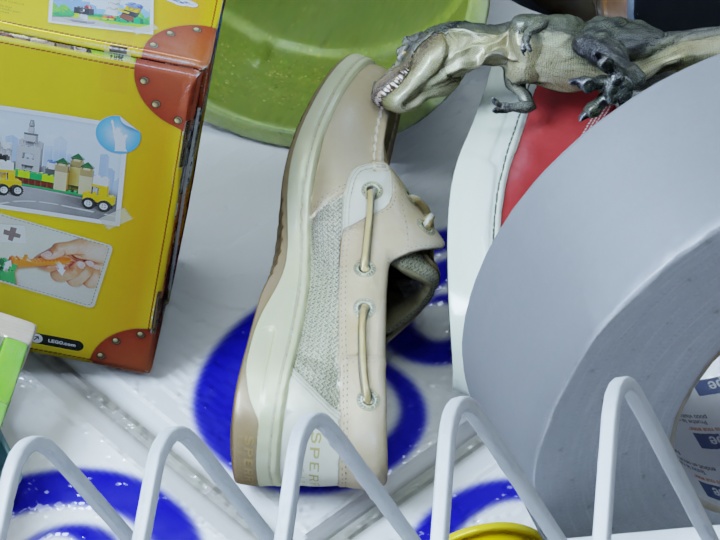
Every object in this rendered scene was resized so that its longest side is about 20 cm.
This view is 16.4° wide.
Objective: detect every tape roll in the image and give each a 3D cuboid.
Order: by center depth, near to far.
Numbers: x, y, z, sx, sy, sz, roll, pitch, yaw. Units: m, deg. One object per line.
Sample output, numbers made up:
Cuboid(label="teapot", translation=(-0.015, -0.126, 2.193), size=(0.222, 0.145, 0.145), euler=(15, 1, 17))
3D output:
Cuboid(label="tape roll", translation=(0.137, 0.021, 0.824), size=(0.199, 0.201, 0.066), euler=(-14, 46, -13))

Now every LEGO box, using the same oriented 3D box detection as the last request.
Cuboid(label="LEGO box", translation=(-0.160, -0.056, 0.936), size=(0.199, 0.150, 0.077), euler=(11, 39, -4))

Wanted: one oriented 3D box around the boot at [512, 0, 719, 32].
Cuboid(label="boot", translation=(0.151, -0.140, 1.094), size=(0.199, 0.075, 0.097), euler=(-13, 22, -41))

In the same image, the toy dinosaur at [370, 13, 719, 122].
Cuboid(label="toy dinosaur", translation=(0.107, -0.075, 0.961), size=(0.199, 0.048, 0.088), euler=(0, 24, -11))

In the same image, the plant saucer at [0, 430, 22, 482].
Cuboid(label="plant saucer", translation=(-0.223, 0.077, 0.883), size=(0.199, 0.019, 0.070), euler=(-16, 63, -28))

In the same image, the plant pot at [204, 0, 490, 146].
Cuboid(label="plant pot", translation=(-0.009, -0.188, 1.072), size=(0.199, 0.201, 0.190), euler=(13, 41, 17))

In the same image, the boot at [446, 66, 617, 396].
Cuboid(label="boot", translation=(0.110, -0.019, 0.973), size=(0.143, 0.073, 0.200), euler=(8, 39, 9))

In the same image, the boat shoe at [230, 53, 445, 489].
Cuboid(label="boat shoe", translation=(0.000, 0.000, 0.955), size=(0.065, 0.072, 0.201), euler=(7, 49, 8))

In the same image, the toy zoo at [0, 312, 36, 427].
Cuboid(label="toy zoo", translation=(-0.201, 0.081, 0.864), size=(0.130, 0.020, 0.201), euler=(19, 52, -7))

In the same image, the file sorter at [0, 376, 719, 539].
Cuboid(label="file sorter", translation=(0.000, 0.118, 0.724), size=(0.199, 0.125, 0.139), euler=(-7, 53, 20))

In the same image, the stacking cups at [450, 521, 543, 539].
Cuboid(label="stacking cups", translation=(0.068, 0.168, 0.771), size=(0.060, 0.061, 0.200), euler=(-13, 44, -12))
